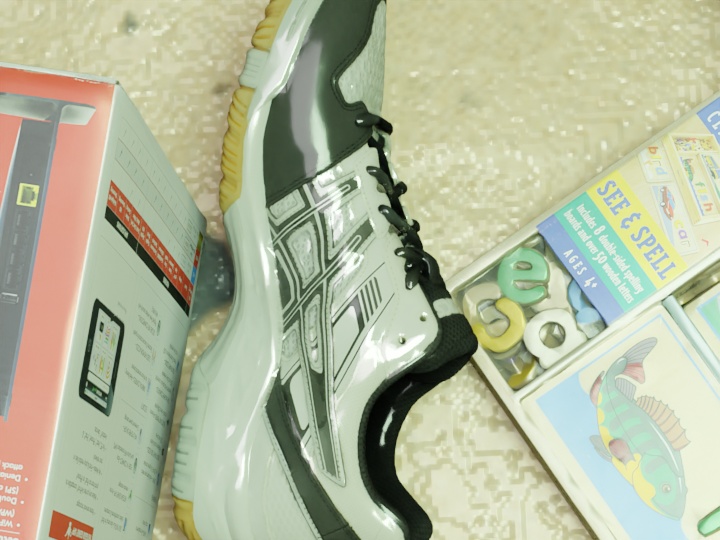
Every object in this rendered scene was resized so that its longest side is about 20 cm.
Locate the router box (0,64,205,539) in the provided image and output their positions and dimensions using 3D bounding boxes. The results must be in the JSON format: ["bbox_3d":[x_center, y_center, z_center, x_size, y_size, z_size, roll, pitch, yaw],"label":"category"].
[{"bbox_3d":[-0.095,0.050,0.796,0.049,0.200,0.180,9,80,5],"label":"router box"}]

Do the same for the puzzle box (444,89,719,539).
[{"bbox_3d":[0.132,0.052,0.876,0.133,0.025,0.200,-35,79,-3],"label":"puzzle box"}]

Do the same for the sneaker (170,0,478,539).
[{"bbox_3d":[0.000,0.000,0.867,0.087,0.076,0.201,7,90,18],"label":"sneaker"}]
